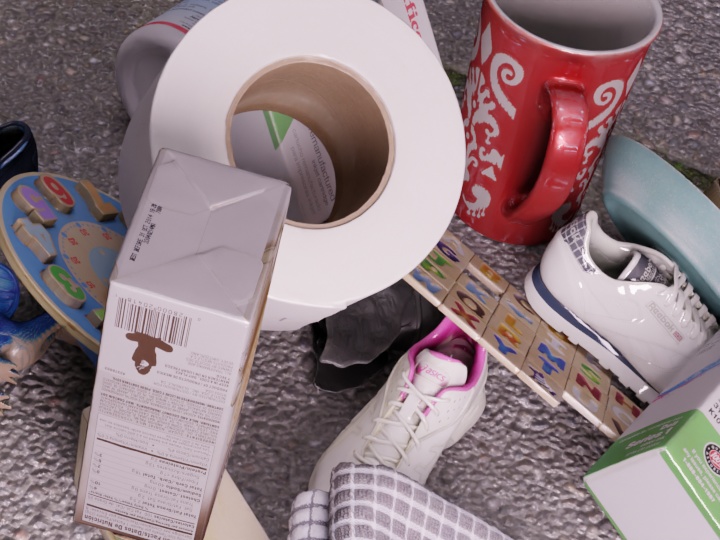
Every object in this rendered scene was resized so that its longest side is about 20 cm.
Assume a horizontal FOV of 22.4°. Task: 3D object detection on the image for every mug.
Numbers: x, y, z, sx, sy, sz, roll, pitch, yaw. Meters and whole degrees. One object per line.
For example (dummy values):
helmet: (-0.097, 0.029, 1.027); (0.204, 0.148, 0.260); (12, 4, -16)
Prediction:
mug: (0.125, -0.115, 1.362); (0.133, 0.201, 0.178); (28, 45, 13)

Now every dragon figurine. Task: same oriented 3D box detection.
dragon figurine: (-0.260, 0.031, 1.209); (0.199, 0.059, 0.100); (17, 41, -4)

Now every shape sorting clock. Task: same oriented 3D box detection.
shape sorting clock: (-0.157, 0.005, 1.213); (0.200, 0.039, 0.200); (39, 22, -19)

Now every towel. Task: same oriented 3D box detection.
towel: (0.049, 0.217, 1.027); (0.200, 0.085, 0.166); (32, 35, -28)

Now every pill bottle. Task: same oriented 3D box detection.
pill bottle: (-0.091, -0.178, 1.435); (0.108, 0.109, 0.200); (33, 46, 19)

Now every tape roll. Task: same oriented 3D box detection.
tape roll: (-0.048, -0.069, 1.168); (0.201, 0.139, 0.204); (2, 82, -16)

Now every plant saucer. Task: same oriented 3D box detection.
plant saucer: (0.238, -0.013, 1.324); (0.036, 0.200, 0.200); (-42, 61, -3)

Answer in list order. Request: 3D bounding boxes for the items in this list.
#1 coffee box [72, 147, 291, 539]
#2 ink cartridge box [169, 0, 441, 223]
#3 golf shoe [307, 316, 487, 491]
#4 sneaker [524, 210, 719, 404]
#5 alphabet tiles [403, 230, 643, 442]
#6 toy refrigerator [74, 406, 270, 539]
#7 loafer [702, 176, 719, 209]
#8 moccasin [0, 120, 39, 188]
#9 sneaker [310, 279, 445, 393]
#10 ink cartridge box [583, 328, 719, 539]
coffee box: (-0.102, 0.049, 1.022); (0.079, 0.201, 0.115); (15, 44, 0)
ink cartridge box: (-0.030, -0.137, 1.359); (0.087, 0.146, 0.200); (1, 28, 39)
golf shoe: (0.026, 0.101, 1.194); (0.075, 0.092, 0.200); (27, 46, 11)
sneaker: (0.215, 0.039, 1.298); (0.199, 0.081, 0.077); (33, 36, -4)
alphabet tiles: (0.117, 0.049, 1.246); (0.200, 0.008, 0.167); (40, 16, 1)
toy refrigerator: (-0.104, 0.170, 1.098); (0.070, 0.076, 0.200); (-16, 52, -28)
loafer: (0.346, -0.049, 1.449); (0.199, 0.068, 0.076); (-14, 50, -27)
moccasin: (-0.315, -0.056, 1.278); (0.080, 0.068, 0.200); (36, 47, 21)
sneaker: (-0.001, 0.002, 1.309); (0.104, 0.060, 0.201); (3, 48, -19)
ink cartridge box: (0.260, 0.130, 1.192); (0.200, 0.084, 0.145); (-39, 94, -41)
